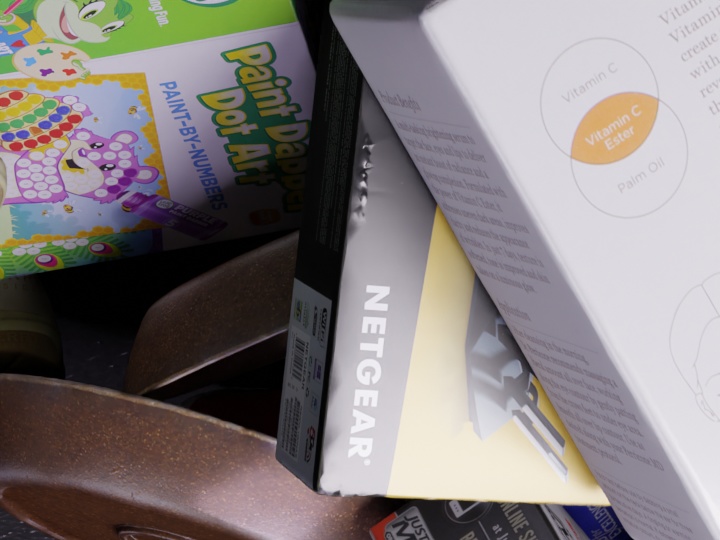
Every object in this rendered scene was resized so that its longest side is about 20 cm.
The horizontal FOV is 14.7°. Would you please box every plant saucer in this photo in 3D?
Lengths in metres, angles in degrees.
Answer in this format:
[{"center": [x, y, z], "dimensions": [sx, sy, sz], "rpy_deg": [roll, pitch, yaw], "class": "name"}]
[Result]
[{"center": [0.000, 0.000, 1.020], "dimensions": [0.199, 0.035, 0.200], "rpy_deg": [-22, 177, -1], "class": "plant saucer"}, {"center": [-0.061, 0.091, 1.040], "dimensions": [0.199, 0.035, 0.200], "rpy_deg": [17, 163, 5], "class": "plant saucer"}]

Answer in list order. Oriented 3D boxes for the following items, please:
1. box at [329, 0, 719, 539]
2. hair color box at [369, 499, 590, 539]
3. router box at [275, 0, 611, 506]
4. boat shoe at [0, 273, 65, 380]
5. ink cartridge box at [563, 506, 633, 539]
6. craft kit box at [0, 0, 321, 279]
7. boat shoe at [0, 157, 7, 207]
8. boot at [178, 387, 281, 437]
[{"center": [0.111, -0.032, 0.824], "dimensions": [0.152, 0.201, 0.106], "rpy_deg": [-32, -167, -10], "class": "box"}, {"center": [0.086, 0.155, 0.996], "dimensions": [0.061, 0.102, 0.200], "rpy_deg": [-34, 137, 5], "class": "hair color box"}, {"center": [0.062, -0.026, 0.901], "dimensions": [0.156, 0.202, 0.052], "rpy_deg": [3, -171, -19], "class": "router box"}, {"center": [-0.167, 0.045, 1.127], "dimensions": [0.073, 0.064, 0.201], "rpy_deg": [-1, 157, -19], "class": "boat shoe"}, {"center": [0.112, 0.051, 1.116], "dimensions": [0.199, 0.047, 0.198], "rpy_deg": [-35, 149, 1], "class": "ink cartridge box"}, {"center": [-0.110, -0.066, 0.943], "dimensions": [0.196, 0.049, 0.200], "rpy_deg": [-12, 151, 5], "class": "craft kit box"}, {"center": [-0.184, 0.019, 0.968], "dimensions": [0.072, 0.065, 0.200], "rpy_deg": [16, 144, -35], "class": "boat shoe"}, {"center": [0.025, 0.064, 1.178], "dimensions": [0.199, 0.073, 0.144], "rpy_deg": [9, 148, -42], "class": "boot"}]
